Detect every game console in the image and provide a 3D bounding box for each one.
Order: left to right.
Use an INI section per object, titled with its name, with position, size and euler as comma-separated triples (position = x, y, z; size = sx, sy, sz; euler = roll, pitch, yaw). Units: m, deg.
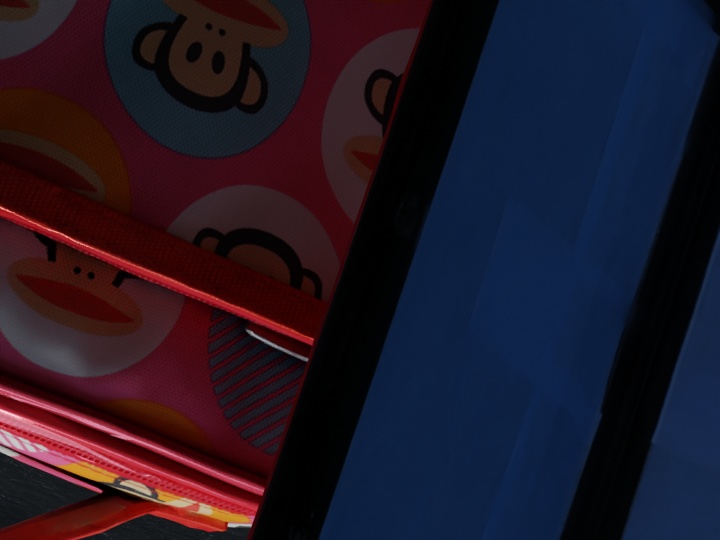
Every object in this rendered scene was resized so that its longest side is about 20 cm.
[game console]
position = 0.077, 0.025, 0.556
size = 0.172, 0.200, 0.119
euler = 19, 170, -1

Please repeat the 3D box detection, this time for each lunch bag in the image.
[lunch bag]
position = -0.063, -0.031, 0.586
size = 0.200, 0.177, 0.082
euler = 23, 169, -22
